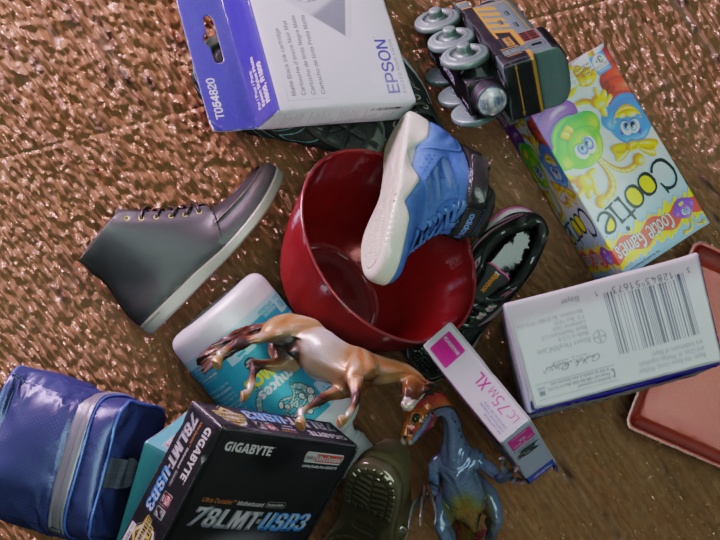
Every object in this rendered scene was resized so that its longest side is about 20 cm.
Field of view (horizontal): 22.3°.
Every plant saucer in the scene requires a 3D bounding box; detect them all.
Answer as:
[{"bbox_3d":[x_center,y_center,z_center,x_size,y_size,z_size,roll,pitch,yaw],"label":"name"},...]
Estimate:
[{"bbox_3d":[0.382,0.100,1.833,0.198,0.037,0.202,23,83,-8],"label":"plant saucer"}]

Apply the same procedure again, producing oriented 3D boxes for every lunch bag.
[{"bbox_3d":[-0.248,0.171,1.642,0.131,0.200,0.137,17,87,9],"label":"lunch bag"}]

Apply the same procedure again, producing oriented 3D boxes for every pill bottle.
[{"bbox_3d":[-0.076,0.110,1.713,0.111,0.111,0.200,-40,95,-9],"label":"pill bottle"}]

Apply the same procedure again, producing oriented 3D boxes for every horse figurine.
[{"bbox_3d":[-0.046,0.085,1.608,0.199,0.132,0.050,21,126,24],"label":"horse figurine"}]

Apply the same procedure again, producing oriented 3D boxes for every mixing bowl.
[{"bbox_3d":[0.000,0.000,1.708,0.199,0.108,0.202,20,51,-27],"label":"mixing bowl"}]

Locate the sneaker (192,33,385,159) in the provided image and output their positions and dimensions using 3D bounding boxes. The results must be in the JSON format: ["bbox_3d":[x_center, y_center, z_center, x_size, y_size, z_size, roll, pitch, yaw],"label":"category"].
[{"bbox_3d":[-0.070,-0.159,1.744,0.199,0.079,0.076,27,61,-7],"label":"sneaker"}]

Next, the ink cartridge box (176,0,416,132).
[{"bbox_3d":[-0.066,-0.228,1.709,0.198,0.041,0.201,-7,68,-25],"label":"ink cartridge box"}]

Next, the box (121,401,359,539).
[{"bbox_3d":[-0.115,0.217,1.589,0.050,0.199,0.200,37,102,34],"label":"box"}]

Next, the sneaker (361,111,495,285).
[{"bbox_3d":[0.069,-0.051,1.665,0.110,0.077,0.201,25,42,-13],"label":"sneaker"}]

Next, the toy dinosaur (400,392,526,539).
[{"bbox_3d":[0.078,0.196,1.682,0.104,0.200,0.183,-16,97,-10],"label":"toy dinosaur"}]

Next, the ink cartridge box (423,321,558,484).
[{"bbox_3d":[0.124,0.129,1.692,0.042,0.200,0.120,-39,67,1],"label":"ink cartridge box"}]

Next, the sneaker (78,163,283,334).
[{"bbox_3d":[-0.167,-0.047,1.721,0.106,0.075,0.200,44,82,-8],"label":"sneaker"}]

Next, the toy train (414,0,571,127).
[{"bbox_3d":[0.122,-0.201,1.724,0.113,0.200,0.086,-16,118,-5],"label":"toy train"}]

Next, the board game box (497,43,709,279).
[{"bbox_3d":[0.234,-0.102,1.781,0.104,0.103,0.201,-32,93,-10],"label":"board game box"}]

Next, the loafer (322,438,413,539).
[{"bbox_3d":[0.014,0.234,1.704,0.076,0.201,0.067,31,46,12],"label":"loafer"}]

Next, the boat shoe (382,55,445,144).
[{"bbox_3d":[0.049,-0.136,1.768,0.069,0.066,0.202,-25,92,-10],"label":"boat shoe"}]

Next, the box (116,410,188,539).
[{"bbox_3d":[-0.177,0.232,1.632,0.049,0.082,0.202,25,115,15],"label":"box"}]

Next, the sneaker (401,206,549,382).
[{"bbox_3d":[0.110,0.016,1.763,0.080,0.086,0.201,35,83,-5],"label":"sneaker"}]

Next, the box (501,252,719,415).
[{"bbox_3d":[0.229,0.066,1.705,0.182,0.200,0.106,-14,84,3],"label":"box"}]
